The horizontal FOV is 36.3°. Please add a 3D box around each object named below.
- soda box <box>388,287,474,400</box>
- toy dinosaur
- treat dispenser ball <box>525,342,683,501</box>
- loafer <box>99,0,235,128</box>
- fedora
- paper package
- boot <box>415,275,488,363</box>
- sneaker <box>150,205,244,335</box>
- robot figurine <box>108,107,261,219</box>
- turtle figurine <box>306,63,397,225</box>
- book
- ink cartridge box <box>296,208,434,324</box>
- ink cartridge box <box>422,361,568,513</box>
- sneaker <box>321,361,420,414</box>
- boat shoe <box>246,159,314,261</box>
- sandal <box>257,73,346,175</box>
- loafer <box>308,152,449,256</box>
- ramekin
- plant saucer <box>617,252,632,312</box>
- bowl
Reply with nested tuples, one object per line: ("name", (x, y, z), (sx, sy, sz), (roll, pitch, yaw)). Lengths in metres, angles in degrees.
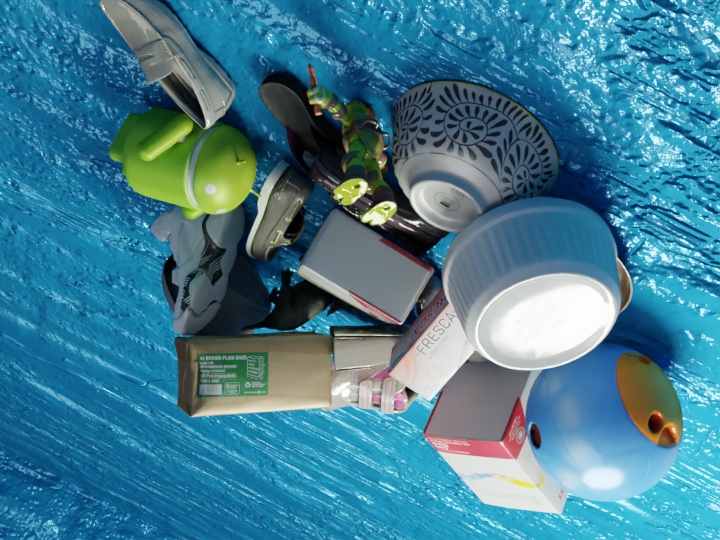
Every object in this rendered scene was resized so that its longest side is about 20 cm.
("soda box", (0.117, 0.064, 1.349), (0.068, 0.064, 0.200), (32, 118, -11))
("toy dinosaur", (-0.087, 0.043, 1.567), (0.198, 0.103, 0.077), (-19, 130, 4))
("treat dispenser ball", (0.312, 0.194, 1.411), (0.199, 0.202, 0.201), (20, 150, 12))
("loafer", (-0.230, -0.251, 1.285), (0.200, 0.070, 0.070), (43, 147, -26))
("fedora", (-0.202, 0.035, 1.654), (0.090, 0.177, 0.200), (-36, 111, 26))
("paper package", (-0.151, 0.139, 1.521), (0.198, 0.104, 0.191), (-1, 178, -15))
("boot", (0.163, 0.067, 1.483), (0.131, 0.070, 0.200), (2, 153, 32))
("sneaker", (-0.244, -0.014, 1.559), (0.114, 0.201, 0.075), (17, 175, 29))
("robot figurine", (-0.220, -0.140, 1.401), (0.199, 0.116, 0.176), (16, 157, 21))
("turtle figurine", (0.005, -0.132, 1.228), (0.064, 0.162, 0.200), (-20, 142, 15))
("book", (0.026, 0.101, 1.517), (0.132, 0.049, 0.200), (-3, -178, -4))
("ink cartridge box", (0.000, 0.000, 1.402), (0.144, 0.084, 0.200), (30, 175, -3))
("ink cartridge box", (0.217, 0.241, 1.617), (0.144, 0.146, 0.200), (-2, 139, 41))
("sneaker", (0.030, 0.166, 1.605), (0.198, 0.088, 0.082), (-18, 134, -10))
("boat shoe", (-0.107, -0.066, 1.473), (0.060, 0.072, 0.202), (30, 147, 5))
("sandal", (-0.059, -0.149, 1.328), (0.075, 0.048, 0.201), (-7, 136, 45))
("loafer", (0.017, -0.072, 1.320), (0.199, 0.072, 0.063), (25, 119, -27))
("ramekin", (0.194, 0.024, 1.207), (0.200, 0.095, 0.203), (-5, 136, -5))
("plant saucer", (0.235, -0.009, 1.330), (0.199, 0.032, 0.201), (20, 149, 13))
("bowl", (0.111, -0.104, 1.218), (0.199, 0.095, 0.201), (20, 150, 12))
